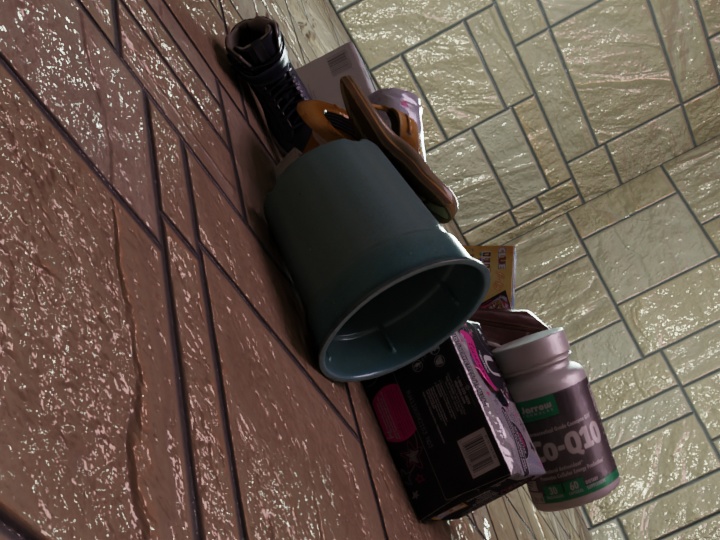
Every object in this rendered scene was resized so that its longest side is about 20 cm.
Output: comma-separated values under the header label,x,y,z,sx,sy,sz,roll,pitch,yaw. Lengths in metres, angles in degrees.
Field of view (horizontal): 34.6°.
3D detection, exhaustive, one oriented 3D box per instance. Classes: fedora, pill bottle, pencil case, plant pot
label,x,y,z,sx,sy,sz,roll,pitch,yaw
fedora,-0.008,-0.123,1.399,0.200,0.082,0.201,32,19,-13
pill bottle,0.233,0.179,1.403,0.113,0.112,0.202,-17,87,-81
pencil case,0.045,-0.148,1.570,0.083,0.091,0.202,12,59,-29
plant pot,0.002,-0.020,1.221,0.197,0.200,0.200,58,6,26

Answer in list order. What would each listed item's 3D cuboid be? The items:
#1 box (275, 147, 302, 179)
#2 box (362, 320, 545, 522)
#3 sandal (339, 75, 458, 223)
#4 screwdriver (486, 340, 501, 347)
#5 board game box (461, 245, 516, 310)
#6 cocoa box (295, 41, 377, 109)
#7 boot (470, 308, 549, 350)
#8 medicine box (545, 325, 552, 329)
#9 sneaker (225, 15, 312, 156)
label,x,y,z,sx,sy,sz,roll,pitch,yaw
box,-0.022,-0.079,1.472,0.200,0.041,0.039,37,22,-27
box,0.107,0.172,1.344,0.114,0.132,0.201,15,48,-60
sandal,0.047,-0.139,1.282,0.200,0.054,0.080,49,-15,12
screwdriver,0.075,0.070,1.424,0.029,0.198,0.028,-44,147,-61
board game box,0.139,0.063,1.565,0.035,0.134,0.202,63,31,-63
cocoa box,-0.023,-0.217,1.764,0.131,0.133,0.201,53,14,-52
boot,0.150,0.048,1.514,0.064,0.198,0.188,97,-3,-57
medicine box,0.183,0.145,1.645,0.182,0.198,0.104,54,48,-61
sneaker,-0.103,-0.231,1.474,0.203,0.077,0.146,56,-5,17
